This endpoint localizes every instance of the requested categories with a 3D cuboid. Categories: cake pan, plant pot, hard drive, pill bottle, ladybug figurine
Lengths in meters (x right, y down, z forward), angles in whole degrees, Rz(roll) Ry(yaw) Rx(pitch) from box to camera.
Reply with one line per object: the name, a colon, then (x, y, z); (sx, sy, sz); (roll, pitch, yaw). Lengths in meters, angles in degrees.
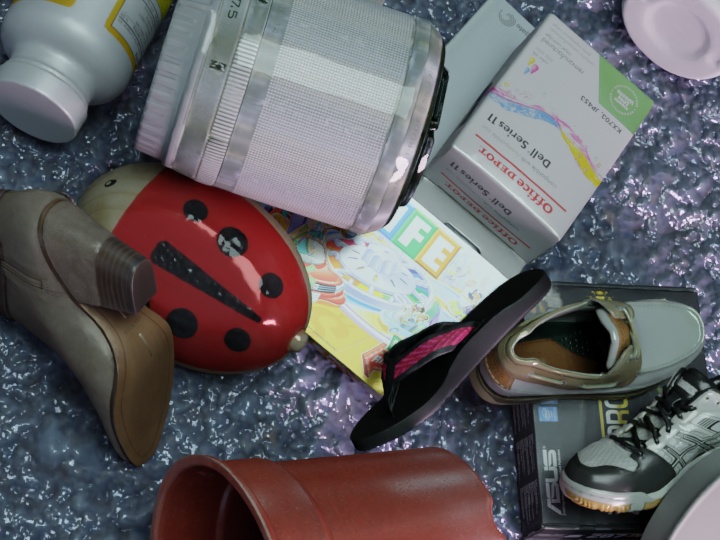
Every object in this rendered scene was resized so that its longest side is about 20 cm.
cake pan: (0.280, 0.211, 1.420); (0.199, 0.202, 0.037); (-23, 37, -26)
plant pot: (-0.015, 0.211, 1.295); (0.194, 0.201, 0.202); (-7, 74, -32)
hard drive: (0.100, -0.120, 1.539); (0.132, 0.027, 0.200); (42, 62, -3)
pill bottle: (-0.203, -0.197, 1.407); (0.104, 0.104, 0.201); (29, 64, -9)
pill bottle: (0.320, -0.272, 1.631); (0.114, 0.114, 0.200); (39, 62, -4)
ladybug figurine: (-0.123, -0.001, 1.362); (0.199, 0.072, 0.136); (30, 90, 1)

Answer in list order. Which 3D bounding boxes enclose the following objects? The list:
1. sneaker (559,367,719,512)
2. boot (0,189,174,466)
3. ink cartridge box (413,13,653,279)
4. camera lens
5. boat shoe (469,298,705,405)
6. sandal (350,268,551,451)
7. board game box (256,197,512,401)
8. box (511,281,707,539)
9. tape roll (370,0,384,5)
sneaker: (0.230, 0.116, 1.407); (0.199, 0.076, 0.088); (-17, 121, -31)
boot: (-0.210, 0.033, 1.327); (0.145, 0.201, 0.070); (19, 35, 23)
ink cartridge box: (0.132, -0.090, 1.489); (0.117, 0.067, 0.200); (39, 63, -5)
camera lens: (-0.046, -0.125, 1.338); (0.198, 0.160, 0.161); (17, 66, -6)
boat shoe: (0.184, 0.060, 1.430); (0.198, 0.068, 0.075); (-13, 76, -23)
sandal: (0.058, 0.056, 1.382); (0.200, 0.075, 0.045); (-44, 108, -18)
board game box: (0.000, 0.000, 1.432); (0.200, 0.034, 0.135); (39, 79, -4)
box: (0.199, 0.111, 1.483); (0.160, 0.049, 0.202); (3, 71, -16)
tape roll: (-0.064, -0.266, 1.460); (0.202, 0.037, 0.203); (37, 26, -22)
